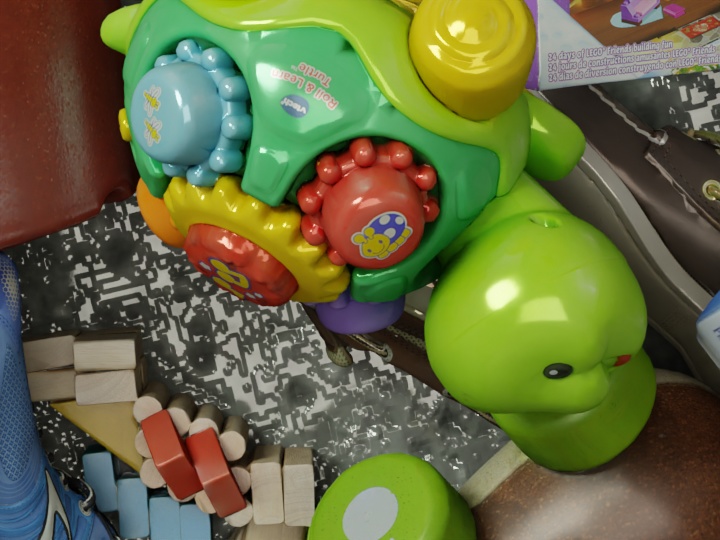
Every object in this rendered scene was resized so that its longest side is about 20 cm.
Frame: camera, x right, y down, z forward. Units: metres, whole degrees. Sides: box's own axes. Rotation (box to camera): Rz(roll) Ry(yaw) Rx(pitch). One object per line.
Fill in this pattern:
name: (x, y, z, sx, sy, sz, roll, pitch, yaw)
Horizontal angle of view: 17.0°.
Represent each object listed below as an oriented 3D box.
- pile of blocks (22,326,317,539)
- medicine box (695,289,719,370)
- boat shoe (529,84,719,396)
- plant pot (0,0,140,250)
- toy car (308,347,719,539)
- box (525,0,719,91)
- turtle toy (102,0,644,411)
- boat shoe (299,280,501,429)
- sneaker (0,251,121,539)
pile of blocks: (-0.050, 0.091, 0.891, 0.199, 0.062, 0.082, 32, 93, -3)
medicine box: (0.238, -0.026, 0.790, 0.103, 0.182, 0.200, 51, 130, -3)
boat shoe: (0.121, -0.014, 0.886, 0.059, 0.072, 0.200, -43, 89, -16)
plant pot: (-0.164, -0.107, 0.820, 0.199, 0.201, 0.197, -11, 103, -1)
toy car: (0.103, 0.140, 0.801, 0.158, 0.200, 0.164, -41, 133, 2)
box: (0.129, -0.141, 0.837, 0.199, 0.039, 0.138, -8, 103, -31)
turtle toy: (0.003, -0.029, 0.765, 0.199, 0.146, 0.102, 27, 72, 6)
boat shoe: (-0.002, 0.003, 0.882, 0.201, 0.075, 0.075, 28, 121, 10)
sneaker: (-0.135, 0.082, 0.866, 0.089, 0.078, 0.202, -17, 120, -42)
